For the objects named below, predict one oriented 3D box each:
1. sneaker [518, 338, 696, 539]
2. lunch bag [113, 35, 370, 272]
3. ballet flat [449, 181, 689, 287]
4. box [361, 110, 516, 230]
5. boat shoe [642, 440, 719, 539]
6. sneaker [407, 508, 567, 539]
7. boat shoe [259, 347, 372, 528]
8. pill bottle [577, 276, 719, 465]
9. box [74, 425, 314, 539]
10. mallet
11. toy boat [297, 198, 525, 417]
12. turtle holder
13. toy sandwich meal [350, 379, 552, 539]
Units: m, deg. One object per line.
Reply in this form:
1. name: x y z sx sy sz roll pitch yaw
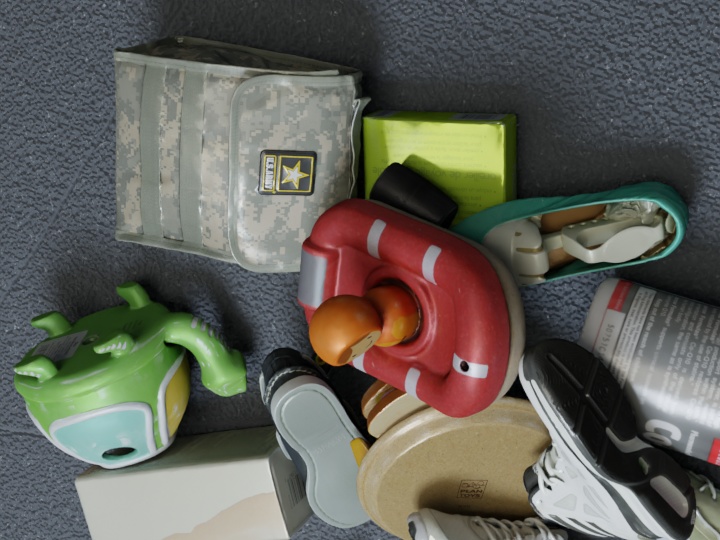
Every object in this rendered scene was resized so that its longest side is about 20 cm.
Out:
1. sneaker: 0.148 0.136 0.992 0.115 0.076 0.201 -18 123 40
2. lunch bag: -0.093 -0.093 1.100 0.200 0.118 0.164 11 110 21
3. ballet flat: 0.151 -0.023 1.021 0.200 0.070 0.067 -14 106 3
4. box: 0.065 -0.027 1.098 0.122 0.048 0.200 5 107 21
5. boat shoe: 0.262 0.195 1.080 0.062 0.072 0.200 -34 99 9
6. sneaker: 0.118 0.227 1.097 0.200 0.075 0.081 30 109 -36
7. boat shoe: -0.030 0.142 1.149 0.076 0.060 0.200 -23 132 -7
8. pill bottle: 0.264 0.085 1.015 0.200 0.114 0.114 17 110 16
9. box: -0.142 0.195 1.213 0.200 0.095 0.078 -10 101 24
10. mallet: 0.000 0.000 1.090 0.066 0.041 0.200 43 121 9
11. toy boat: 0.017 0.034 0.977 0.200 0.131 0.131 24 120 35
12. turtle holder: -0.204 0.093 1.201 0.185 0.141 0.132 -27 113 -14
13. toy sandwich meal: 0.082 0.148 1.107 0.205 0.070 0.205 -5 133 -5
